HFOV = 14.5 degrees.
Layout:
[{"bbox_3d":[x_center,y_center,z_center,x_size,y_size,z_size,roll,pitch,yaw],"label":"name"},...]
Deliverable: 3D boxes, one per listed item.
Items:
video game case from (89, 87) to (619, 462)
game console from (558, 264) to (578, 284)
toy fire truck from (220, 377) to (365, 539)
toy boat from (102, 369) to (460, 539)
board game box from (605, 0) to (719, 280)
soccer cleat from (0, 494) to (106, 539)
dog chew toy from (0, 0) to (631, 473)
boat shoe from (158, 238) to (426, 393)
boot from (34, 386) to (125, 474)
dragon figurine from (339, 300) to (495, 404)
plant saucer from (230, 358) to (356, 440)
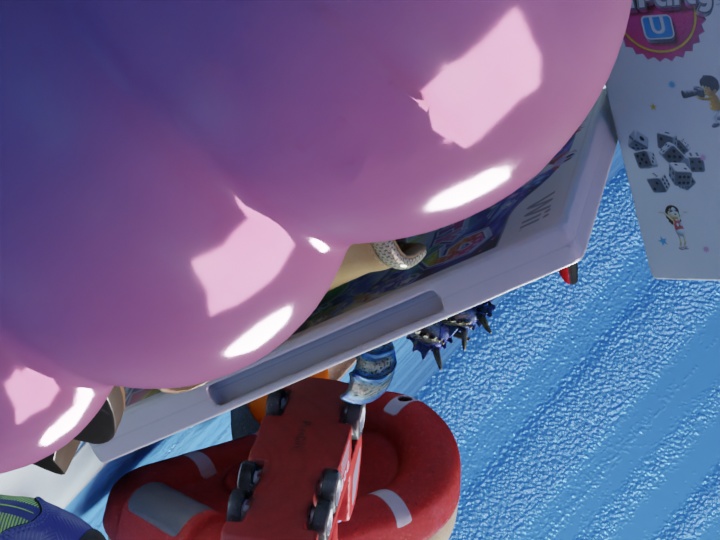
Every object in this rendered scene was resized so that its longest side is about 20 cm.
[{"bbox_3d":[0.000,0.000,1.058,0.199,0.018,0.143,-23,-164,20],"label":"video game case"},{"bbox_3d":[0.107,-0.099,1.261,0.172,0.119,0.200,-48,175,0],"label":"game console"},{"bbox_3d":[-0.036,0.157,1.348,0.200,0.048,0.142,-71,166,-59],"label":"toy fire truck"},{"bbox_3d":[-0.036,0.098,1.484,0.199,0.130,0.131,-14,117,-42],"label":"toy boat"},{"bbox_3d":[0.147,-0.117,1.080,0.064,0.201,0.148,1,-152,35],"label":"board game box"},{"bbox_3d":[-0.152,0.169,1.129,0.065,0.083,0.201,-52,164,-56],"label":"soccer cleat"},{"bbox_3d":[-0.041,-0.034,0.576,0.200,0.125,0.125,-42,176,15],"label":"dog chew toy"},{"bbox_3d":[-0.009,-0.025,0.968,0.200,0.076,0.072,-49,143,14],"label":"boat shoe"},{"bbox_3d":[-0.090,0.006,0.781,0.076,0.073,0.200,-62,-176,-10],"label":"boot"},{"bbox_3d":[0.001,0.024,1.366,0.059,0.099,0.200,-51,174,25],"label":"dragon figurine"},{"bbox_3d":[-0.014,0.031,1.636,0.201,0.037,0.200,-49,175,-6],"label":"plant saucer"}]
